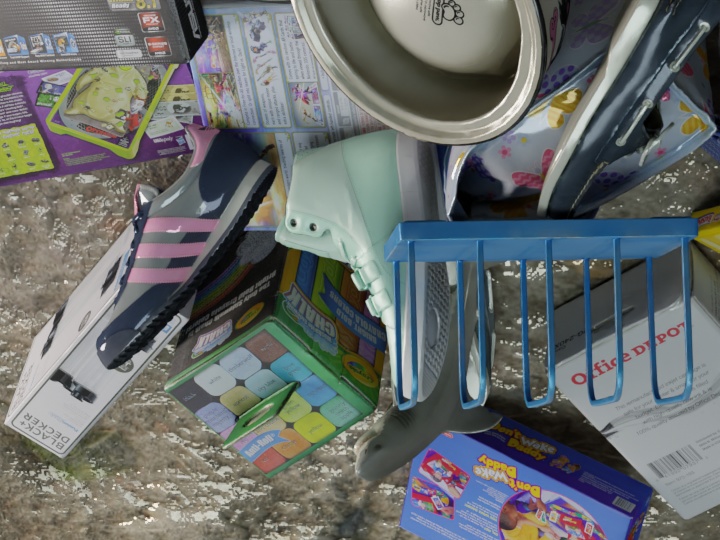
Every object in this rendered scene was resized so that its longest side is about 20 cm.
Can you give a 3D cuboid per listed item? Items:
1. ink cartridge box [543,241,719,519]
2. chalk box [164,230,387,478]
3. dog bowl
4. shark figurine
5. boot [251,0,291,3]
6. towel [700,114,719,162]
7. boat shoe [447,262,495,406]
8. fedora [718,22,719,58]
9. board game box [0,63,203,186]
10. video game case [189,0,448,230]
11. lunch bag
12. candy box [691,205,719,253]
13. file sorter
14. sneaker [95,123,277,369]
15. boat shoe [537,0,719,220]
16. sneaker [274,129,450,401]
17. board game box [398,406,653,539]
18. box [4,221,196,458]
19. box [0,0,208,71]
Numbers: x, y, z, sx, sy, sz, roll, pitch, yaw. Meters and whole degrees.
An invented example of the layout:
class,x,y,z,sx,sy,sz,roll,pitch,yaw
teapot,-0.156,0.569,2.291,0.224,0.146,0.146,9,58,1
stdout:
class,x,y,z,sx,sy,sz,roll,pitch,yaw
ink cartridge box,0.264,0.089,1.768,0.145,0.084,0.200,-30,119,28
chalk box,-0.063,0.067,1.724,0.125,0.200,0.124,-32,119,30
dog bowl,0.052,-0.187,1.455,0.200,0.074,0.201,22,134,25
shark figurine,0.076,0.078,1.690,0.089,0.215,0.128,25,175,18
boot,-0.005,-0.267,1.532,0.203,0.074,0.154,-1,125,7
towel,0.282,-0.079,1.573,0.145,0.200,0.024,37,95,-20
boat shoe,0.071,0.015,1.749,0.073,0.062,0.201,-5,106,17
fedora,0.307,-0.185,1.515,0.090,0.177,0.200,31,129,21
board game box,-0.219,-0.133,1.698,0.199,0.032,0.120,-8,131,14
video game case,-0.029,-0.123,1.651,0.181,0.046,0.201,0,125,14
lunch bag,0.146,-0.124,1.561,0.200,0.170,0.127,-32,120,25
candy box,0.358,0.003,1.688,0.200,0.026,0.102,28,169,-13
file sorter,0.121,0.032,1.498,0.199,0.123,0.139,0,174,-4
sneaker,-0.151,-0.020,1.655,0.082,0.070,0.200,38,92,5
boat shoe,0.174,-0.107,1.420,0.062,0.075,0.200,23,120,-2
sneaker,0.000,0.000,1.620,0.118,0.074,0.201,-5,88,17
board game box,0.137,0.201,1.851,0.200,0.045,0.135,26,130,19
box,-0.207,0.048,1.785,0.060,0.117,0.200,32,127,-17
box,-0.224,-0.226,1.585,0.199,0.044,0.161,0,124,20
